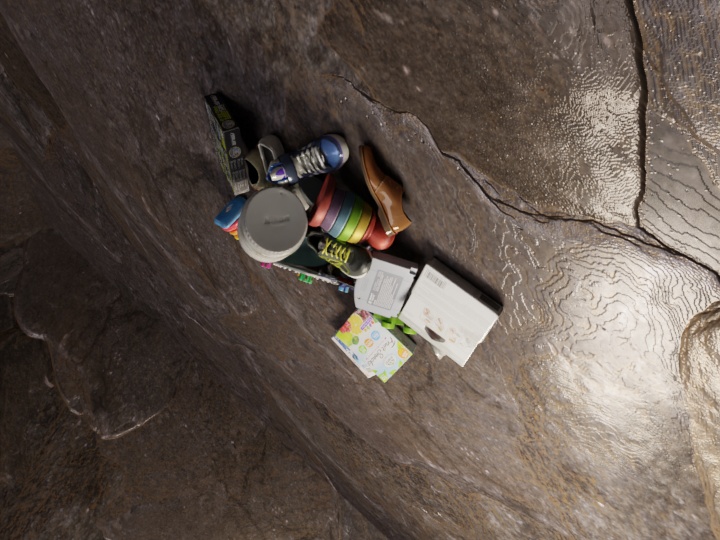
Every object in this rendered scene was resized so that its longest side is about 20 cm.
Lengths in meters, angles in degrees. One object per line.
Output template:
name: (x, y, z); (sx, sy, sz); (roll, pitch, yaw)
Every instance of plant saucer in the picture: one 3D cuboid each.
plant saucer: (-0.171, -0.069, 1.489); (0.194, 0.040, 0.202); (7, 158, 3)

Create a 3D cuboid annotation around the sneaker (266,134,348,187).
sneaker: (-0.130, -0.234, 1.204); (0.197, 0.145, 0.082); (0, 120, 50)

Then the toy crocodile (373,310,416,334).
toy crocodile: (0.111, 0.124, 1.422); (0.196, 0.061, 0.070); (11, 94, 44)

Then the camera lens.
camera lens: (-0.212, -0.106, 1.283); (0.161, 0.160, 0.199); (49, 166, -8)

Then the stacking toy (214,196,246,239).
stacking toy: (-0.339, -0.116, 1.643); (0.115, 0.110, 0.201); (24, 156, 54)

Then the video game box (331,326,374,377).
video game box: (0.013, 0.235, 1.668); (0.182, 0.047, 0.200); (44, 148, -1)

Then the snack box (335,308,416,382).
snack box: (0.043, 0.199, 1.536); (0.199, 0.053, 0.143); (43, 122, 3)

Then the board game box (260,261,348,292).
board game box: (-0.154, 0.013, 1.509); (0.196, 0.027, 0.198); (18, 180, 38)

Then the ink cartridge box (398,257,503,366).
ink cartridge box: (0.204, 0.098, 1.246); (0.198, 0.043, 0.176); (36, 128, 14)

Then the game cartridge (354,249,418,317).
game cartridge: (0.053, 0.034, 1.304); (0.129, 0.041, 0.202); (14, 139, -4)

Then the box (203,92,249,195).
box: (-0.345, -0.325, 1.392); (0.162, 0.043, 0.203); (57, 158, 34)

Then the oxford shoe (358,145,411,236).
oxford shoe: (0.053, -0.180, 1.155); (0.070, 0.072, 0.204); (-22, 105, 15)

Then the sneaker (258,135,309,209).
sneaker: (-0.195, -0.228, 1.318); (0.074, 0.089, 0.203); (-27, 104, 17)

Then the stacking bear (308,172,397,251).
stacking bear: (-0.010, -0.113, 1.222); (0.196, 0.115, 0.123); (24, 115, -13)

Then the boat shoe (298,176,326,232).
boat shoe: (-0.089, -0.140, 1.339); (0.200, 0.071, 0.091); (45, 146, -2)

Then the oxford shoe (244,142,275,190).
oxford shoe: (-0.264, -0.234, 1.432); (0.069, 0.074, 0.204); (20, 140, 33)

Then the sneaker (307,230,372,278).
sneaker: (-0.055, -0.039, 1.252); (0.083, 0.077, 0.197); (18, -176, -46)

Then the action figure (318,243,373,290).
action figure: (0.000, 0.000, 1.408); (0.196, 0.107, 0.192); (24, 161, -20)

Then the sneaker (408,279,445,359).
sneaker: (0.178, 0.109, 1.322); (0.205, 0.079, 0.070); (64, 180, 3)
